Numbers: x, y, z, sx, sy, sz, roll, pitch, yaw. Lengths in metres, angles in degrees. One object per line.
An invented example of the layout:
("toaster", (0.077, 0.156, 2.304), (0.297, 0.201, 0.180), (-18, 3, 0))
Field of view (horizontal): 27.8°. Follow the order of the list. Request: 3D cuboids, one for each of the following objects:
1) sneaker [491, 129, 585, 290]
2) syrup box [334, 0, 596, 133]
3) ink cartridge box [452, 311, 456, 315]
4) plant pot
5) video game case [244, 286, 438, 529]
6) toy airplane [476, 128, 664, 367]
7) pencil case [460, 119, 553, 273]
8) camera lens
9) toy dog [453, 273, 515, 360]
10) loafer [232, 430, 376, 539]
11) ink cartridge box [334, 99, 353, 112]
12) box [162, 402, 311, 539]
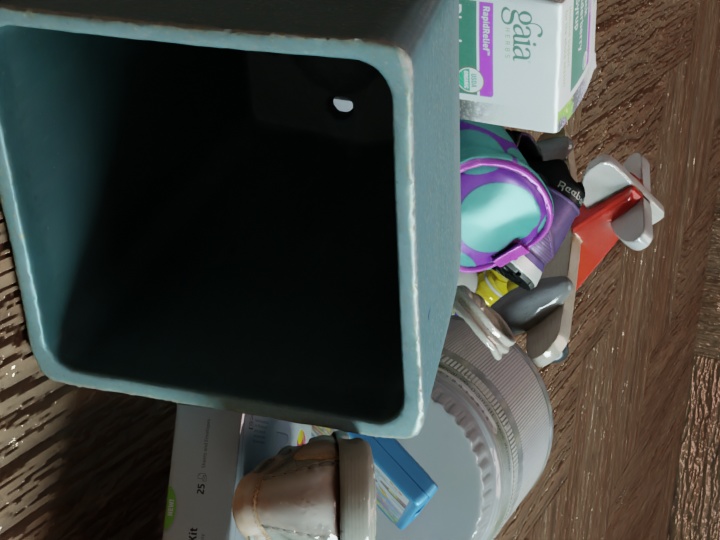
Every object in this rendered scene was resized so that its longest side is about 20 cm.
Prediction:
("sneaker", (0.085, -0.058, 1.007), (0.076, 0.200, 0.088), (38, 88, -36))
("syrup box", (0.027, -0.142, 0.807), (0.082, 0.199, 0.079), (-55, 150, -46))
("ink cartridge box", (0.056, 0.005, 1.187), (0.200, 0.037, 0.095), (41, 62, -69))
("plant pot", (-0.041, -0.069, 0.702), (0.200, 0.195, 0.197), (-61, 154, -52))
("video game case", (-0.016, 0.086, 0.835), (0.018, 0.143, 0.200), (-41, 171, -10))
("toy airplane", (0.144, -0.026, 1.164), (0.200, 0.141, 0.200), (-159, -88, -78))
("pencil case", (0.050, -0.078, 0.924), (0.200, 0.085, 0.093), (-114, 180, -53))
("camera lens", (0.043, 0.123, 1.026), (0.200, 0.159, 0.161), (-24, 123, -69))
("toy dog", (0.000, 0.000, 0.949), (0.200, 0.096, 0.132), (42, 16, -34))
("loafer", (-0.031, 0.111, 0.700), (0.200, 0.063, 0.072), (114, -25, -77))
("ink cartridge box", (0.028, -0.150, 0.917), (0.200, 0.119, 0.042), (-55, 144, -46))
("box", (-0.069, 0.176, 0.776), (0.156, 0.041, 0.201), (39, 56, -76))
